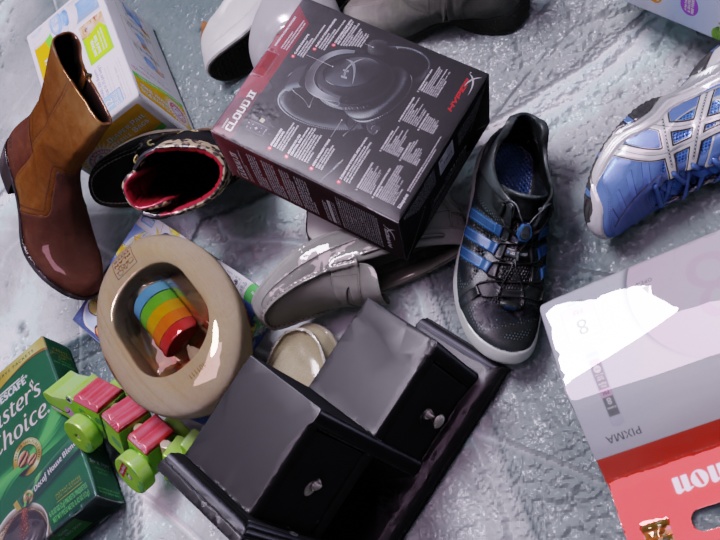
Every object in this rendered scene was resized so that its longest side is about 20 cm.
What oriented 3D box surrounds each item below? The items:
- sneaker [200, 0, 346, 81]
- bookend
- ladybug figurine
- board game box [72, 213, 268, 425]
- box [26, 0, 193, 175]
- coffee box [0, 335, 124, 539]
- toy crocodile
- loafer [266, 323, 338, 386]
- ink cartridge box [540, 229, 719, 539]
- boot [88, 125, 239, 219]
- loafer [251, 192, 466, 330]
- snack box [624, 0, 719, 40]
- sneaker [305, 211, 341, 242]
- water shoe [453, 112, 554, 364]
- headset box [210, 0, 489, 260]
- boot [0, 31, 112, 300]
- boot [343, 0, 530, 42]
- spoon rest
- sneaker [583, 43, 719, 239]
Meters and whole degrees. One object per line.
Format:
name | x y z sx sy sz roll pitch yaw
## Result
sneaker | -0.092 -0.287 1.004 0.199 0.073 0.085 -29 60 18
bookend | -0.009 0.107 0.704 0.092 0.199 0.201 30 84 36
ladybug figurine | -0.160 0.050 0.850 0.136 0.072 0.200 -43 55 5
board game box | -0.181 0.041 0.933 0.199 0.034 0.136 29 85 36
box | -0.274 -0.200 1.052 0.112 0.101 0.201 -35 56 12
coffee box | -0.317 0.178 0.945 0.123 0.044 0.201 -38 55 10
toy crocodile | -0.214 0.140 0.874 0.199 0.062 0.067 25 46 32
loafer | -0.069 0.136 0.805 0.075 0.068 0.202 5 72 31
ink cartridge box | 0.230 0.086 0.669 0.161 0.057 0.202 -24 54 19
boot | -0.189 -0.091 0.914 0.198 0.151 0.074 -9 105 11
loafer | 0.000 0.000 0.817 0.199 0.070 0.070 -30 55 6
snack box | 0.295 -0.257 0.737 0.168 0.068 0.200 -37 53 -19
sneaker | -0.022 -0.111 0.883 0.073 0.080 0.202 -1 70 28
water shoe | 0.114 -0.030 0.755 0.071 0.079 0.202 5 67 -5
headset box | -0.014 -0.123 0.795 0.199 0.077 0.150 26 72 19
boot | -0.266 -0.091 0.907 0.200 0.068 0.190 -39 67 46
boot | 0.050 -0.272 0.879 0.198 0.131 0.068 3 70 31
spoon rest | -0.058 -0.267 0.928 0.098 0.202 0.061 3 28 -3
sneaker | 0.251 -0.095 0.718 0.200 0.076 0.077 -44 50 7
